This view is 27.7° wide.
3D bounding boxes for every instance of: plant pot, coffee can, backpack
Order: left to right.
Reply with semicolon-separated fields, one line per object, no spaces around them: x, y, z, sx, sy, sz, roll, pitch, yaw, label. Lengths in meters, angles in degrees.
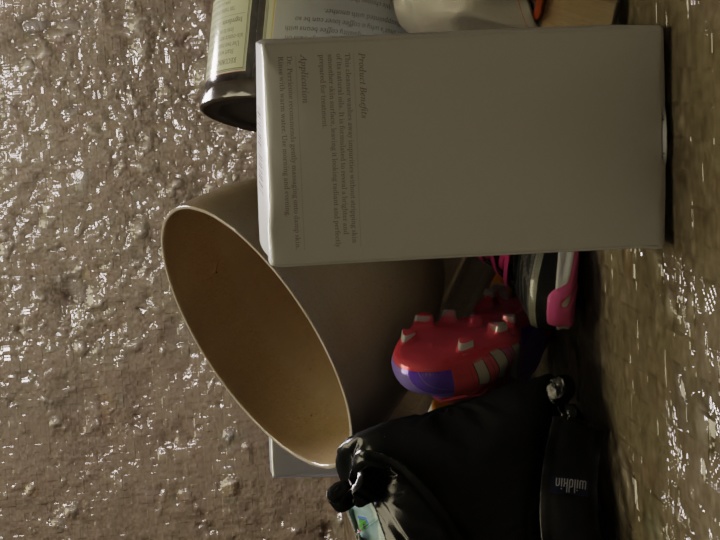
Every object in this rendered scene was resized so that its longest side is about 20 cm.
-0.022;0.013;0.985;0.200;0.134;0.201;40;149;30;plant pot
-0.016;-0.189;0.892;0.146;0.146;0.201;145;131;-84;coffee can
0.083;0.181;0.885;0.127;0.166;0.201;76;175;-75;backpack

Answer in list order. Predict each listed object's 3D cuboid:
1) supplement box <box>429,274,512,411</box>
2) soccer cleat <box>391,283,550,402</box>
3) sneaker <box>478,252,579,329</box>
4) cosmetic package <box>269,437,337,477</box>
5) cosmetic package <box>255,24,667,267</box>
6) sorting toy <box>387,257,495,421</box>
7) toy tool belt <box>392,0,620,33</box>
0.078;0.082;1.178;0.200;0.073;0.127;101;165;-69;supplement box
0.075;0.060;0.931;0.200;0.066;0.077;-23;-62;-65;soccer cleat
0.087;-0.028;0.940;0.200;0.087;0.074;-101;9;-52;sneaker
-0.020;0.062;1.156;0.081;0.112;0.201;116;150;-81;cosmetic package
0.048;-0.065;0.734;0.081;0.199;0.113;-126;35;-78;cosmetic package
0.000;0.000;1.079;0.201;0.185;0.036;-63;-13;1;sorting toy
0.087;-0.218;0.805;0.123;0.125;0.201;0;99;47;toy tool belt
